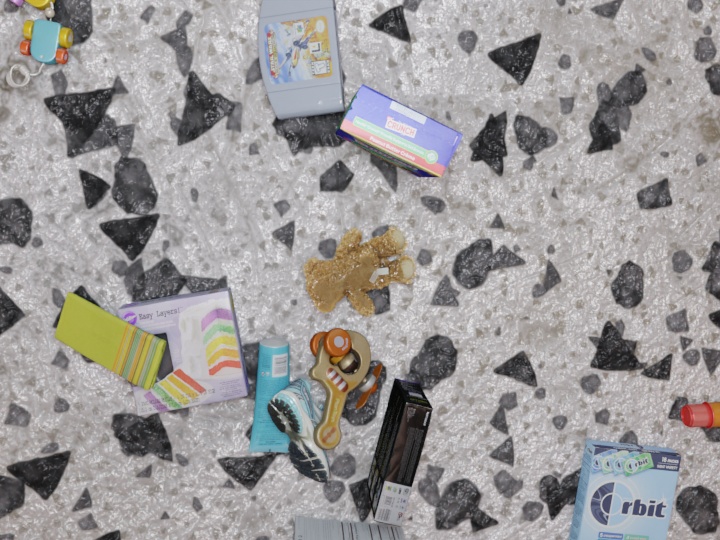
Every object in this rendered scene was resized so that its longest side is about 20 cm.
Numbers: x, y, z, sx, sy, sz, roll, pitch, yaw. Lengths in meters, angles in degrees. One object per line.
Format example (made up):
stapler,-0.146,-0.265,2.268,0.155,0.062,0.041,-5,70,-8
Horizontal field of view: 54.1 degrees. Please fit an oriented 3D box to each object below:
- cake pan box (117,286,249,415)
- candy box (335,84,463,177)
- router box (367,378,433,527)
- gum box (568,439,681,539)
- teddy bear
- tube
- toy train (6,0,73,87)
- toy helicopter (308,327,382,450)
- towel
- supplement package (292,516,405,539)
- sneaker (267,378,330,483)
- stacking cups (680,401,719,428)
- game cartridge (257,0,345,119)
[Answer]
cake pan box,-0.298,0.135,1.185,0.197,0.052,0.187,-8,95,-3
candy box,0.052,-0.211,1.098,0.167,0.200,0.078,25,94,-7
router box,0.063,0.299,1.185,0.050,0.149,0.203,14,96,-6
gum box,0.482,0.420,1.289,0.167,0.045,0.203,7,97,-6
teddy bear,0.000,0.000,1.195,0.199,0.067,0.146,-38,108,-6
tube,-0.151,0.220,1.211,0.076,0.050,0.203,3,101,-6
toy train,-0.535,-0.392,1.102,0.149,0.056,0.202,-28,95,0
toy helicopter,-0.029,0.201,1.181,0.131,0.079,0.203,21,71,-22
towel,-0.409,0.113,1.150,0.198,0.018,0.087,25,99,14
supplement package,-0.023,0.511,1.222,0.197,0.110,0.116,8,96,-6
sneaker,-0.082,0.275,1.207,0.077,0.086,0.202,3,123,36
stacking cups,0.688,0.264,1.287,0.197,0.061,0.062,-4,97,-1
game cartridge,-0.098,-0.351,1.137,0.131,0.042,0.203,-6,93,4
